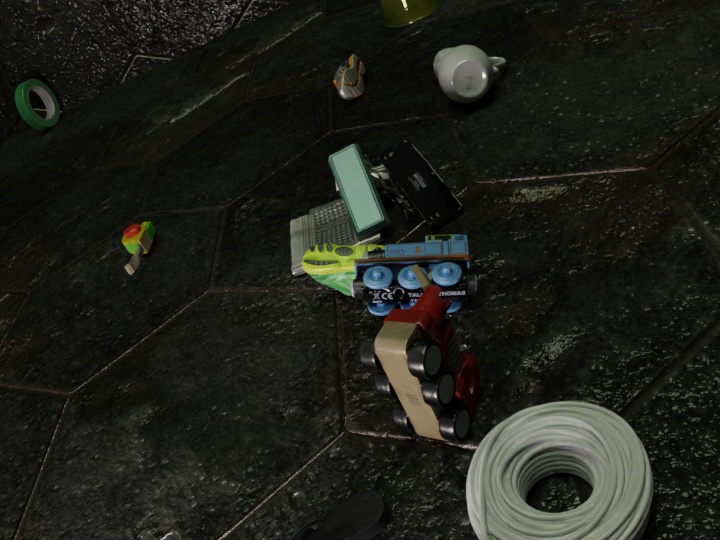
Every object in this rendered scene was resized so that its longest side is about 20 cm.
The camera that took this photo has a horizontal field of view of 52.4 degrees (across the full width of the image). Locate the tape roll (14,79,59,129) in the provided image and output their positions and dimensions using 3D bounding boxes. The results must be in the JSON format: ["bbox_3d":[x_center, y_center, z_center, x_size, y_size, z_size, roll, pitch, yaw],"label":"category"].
[{"bbox_3d":[-1.349,-0.694,3.061,0.047,0.202,0.202,-13,35,21],"label":"tape roll"}]

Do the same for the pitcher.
[{"bbox_3d":[0.256,-0.453,1.652,0.168,0.123,0.201,-7,24,3],"label":"pitcher"}]

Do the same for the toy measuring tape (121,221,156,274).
[{"bbox_3d":[-0.533,-0.051,1.714,0.073,0.074,0.201,-17,34,15],"label":"toy measuring tape"}]

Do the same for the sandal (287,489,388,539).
[{"bbox_3d":[-0.058,0.328,0.873,0.199,0.043,0.076,-38,34,-14],"label":"sandal"}]

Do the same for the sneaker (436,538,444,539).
[{"bbox_3d":[0.105,0.300,0.654,0.078,0.201,0.076,0,49,22],"label":"sneaker"}]

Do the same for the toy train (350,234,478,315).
[{"bbox_3d":[0.083,0.006,1.140,0.196,0.088,0.115,-3,43,6],"label":"toy train"}]

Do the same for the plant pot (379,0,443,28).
[{"bbox_3d":[0.130,-0.885,2.245,0.198,0.194,0.202,-19,33,13],"label":"plant pot"}]

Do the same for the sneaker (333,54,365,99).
[{"bbox_3d":[-0.036,-0.509,1.977,0.077,0.079,0.201,-27,27,26],"label":"sneaker"}]

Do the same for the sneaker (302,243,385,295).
[{"bbox_3d":[0.000,0.000,1.246,0.197,0.084,0.075,10,65,19],"label":"sneaker"}]

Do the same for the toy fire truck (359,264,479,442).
[{"bbox_3d":[0.093,0.093,0.959,0.127,0.177,0.201,2,43,38],"label":"toy fire truck"}]

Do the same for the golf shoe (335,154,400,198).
[{"bbox_3d":[0.045,-0.169,1.437,0.197,0.078,0.096,6,59,15],"label":"golf shoe"}]

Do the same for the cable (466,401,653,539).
[{"bbox_3d":[0.211,0.234,0.782,0.197,0.070,0.201,-22,33,8],"label":"cable"}]

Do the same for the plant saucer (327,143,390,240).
[{"bbox_3d":[-0.007,-0.155,1.390,0.069,0.019,0.202,-25,60,8],"label":"plant saucer"}]

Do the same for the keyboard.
[{"bbox_3d":[0.100,-0.151,1.368,0.103,0.040,0.201,-27,60,-11],"label":"keyboard"}]

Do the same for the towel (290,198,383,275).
[{"bbox_3d":[-0.050,-0.085,1.437,0.190,0.035,0.201,-21,33,11],"label":"towel"}]
